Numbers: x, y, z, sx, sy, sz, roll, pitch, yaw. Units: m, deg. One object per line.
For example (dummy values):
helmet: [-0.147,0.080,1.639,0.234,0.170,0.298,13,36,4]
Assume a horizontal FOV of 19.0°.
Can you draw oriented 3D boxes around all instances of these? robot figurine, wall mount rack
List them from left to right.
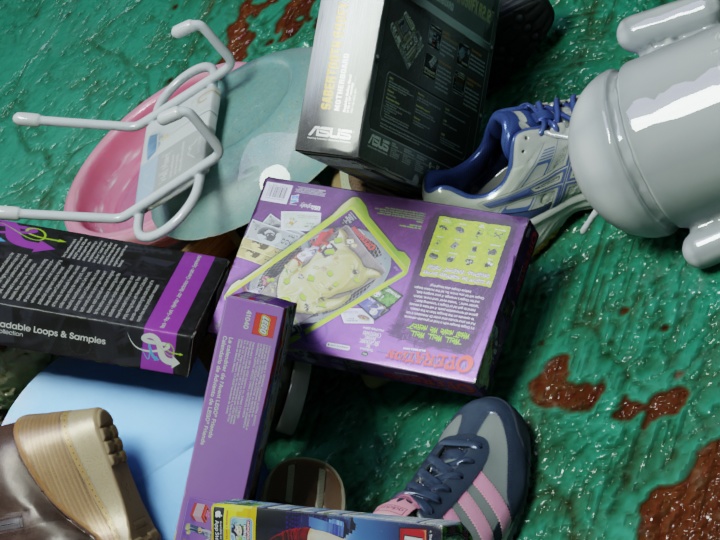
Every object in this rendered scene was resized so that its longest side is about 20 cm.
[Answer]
wall mount rack: [-0.173,-0.095,1.559,0.173,0.075,0.200,-29,32,22]
robot figurine: [0.215,-0.090,1.355,0.199,0.113,0.170,-22,74,24]

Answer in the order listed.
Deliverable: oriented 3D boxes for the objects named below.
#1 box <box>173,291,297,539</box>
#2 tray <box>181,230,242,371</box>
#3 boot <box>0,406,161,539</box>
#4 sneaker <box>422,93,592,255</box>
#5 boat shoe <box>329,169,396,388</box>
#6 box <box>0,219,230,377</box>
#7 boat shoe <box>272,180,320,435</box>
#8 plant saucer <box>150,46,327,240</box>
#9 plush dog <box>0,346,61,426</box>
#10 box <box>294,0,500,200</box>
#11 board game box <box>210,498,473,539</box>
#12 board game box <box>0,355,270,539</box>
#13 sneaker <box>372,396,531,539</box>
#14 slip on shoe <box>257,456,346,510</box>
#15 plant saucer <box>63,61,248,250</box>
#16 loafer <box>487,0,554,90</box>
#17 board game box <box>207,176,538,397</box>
box: [-0.081,0.114,1.333,0.137,0.039,0.201,-2,-75,-89]
tray: [-0.151,0.056,1.595,0.200,0.037,0.099,-40,36,-1]
boot: [-0.212,0.199,1.400,0.166,0.072,0.201,-21,80,16]
sneaker: [0.132,-0.082,1.443,0.200,0.088,0.075,-39,35,-1]
boat shoe: [0.000,0.000,1.495,0.076,0.072,0.200,-40,35,20]
box: [-0.198,0.015,1.450,0.199,0.036,0.143,11,22,3]
boat shoe: [-0.062,0.018,1.499,0.060,0.072,0.203,10,56,-8]
plant saucer: [-0.083,-0.107,1.589,0.200,0.039,0.201,-26,32,18]
plush dog: [-0.262,0.066,1.533,0.171,0.199,0.161,-26,77,47]
box: [0.029,-0.137,1.453,0.048,0.200,0.159,7,86,24]
board game box: [0.017,0.229,1.179,0.199,0.062,0.201,2,96,30]
board game box: [-0.147,0.143,1.446,0.158,0.039,0.200,-33,76,-1]
sneaker: [0.046,0.146,1.288,0.070,0.082,0.201,-10,46,36]
slip on shoe: [-0.050,0.216,1.327,0.076,0.061,0.201,8,64,-4]
plant saucer: [-0.141,-0.079,1.699,0.200,0.051,0.201,-26,34,19]
loafer: [0.052,-0.154,1.601,0.200,0.068,0.071,-34,46,14]
board game box: [0.007,0.009,1.413,0.199,0.032,0.120,10,64,27]
